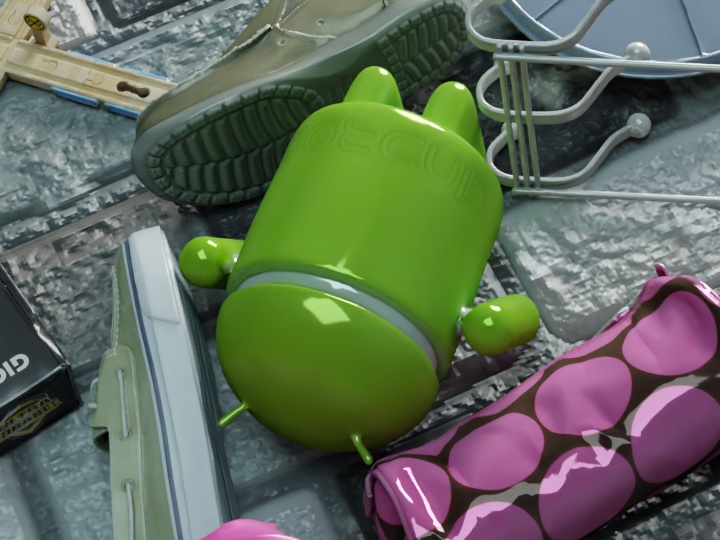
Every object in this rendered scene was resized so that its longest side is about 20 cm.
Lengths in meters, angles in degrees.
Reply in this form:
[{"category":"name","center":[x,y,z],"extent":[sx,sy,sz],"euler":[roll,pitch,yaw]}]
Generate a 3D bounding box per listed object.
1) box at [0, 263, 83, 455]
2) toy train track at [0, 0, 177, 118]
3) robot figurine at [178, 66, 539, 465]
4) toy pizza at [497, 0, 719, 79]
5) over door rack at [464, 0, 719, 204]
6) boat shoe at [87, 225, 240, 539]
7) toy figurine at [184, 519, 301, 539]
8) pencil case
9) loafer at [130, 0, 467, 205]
[{"category":"box","center":[-0.275,0.041,1.201],"extent":[0.199,0.050,0.199],"euler":[-32,60,-12]},{"category":"toy train track","center":[-0.164,-0.116,1.292],"extent":[0.199,0.033,0.115],"euler":[17,62,15]},{"category":"robot figurine","center":[0.000,0.000,1.154],"extent":[0.174,0.116,0.201],"euler":[13,61,16]},{"category":"toy pizza","center":[0.162,-0.183,1.299],"extent":[0.198,0.032,0.201],"euler":[-2,59,4]},{"category":"over door rack","center":[0.156,-0.079,1.169],"extent":[0.199,0.148,0.067],"euler":[15,66,15]},{"category":"boat shoe","center":[-0.103,0.070,1.151],"extent":[0.062,0.072,0.201],"euler":[-15,59,3]},{"category":"toy figurine","center":[-0.029,0.186,1.003],"extent":[0.199,0.185,0.151],"euler":[23,64,18]},{"category":"pencil case","center":[0.093,0.081,1.112],"extent":[0.199,0.091,0.094],"euler":[-31,72,-11]},{"category":"loafer","center":[-0.038,-0.102,1.256],"extent":[0.199,0.076,0.070],"euler":[-27,48,-16]}]
